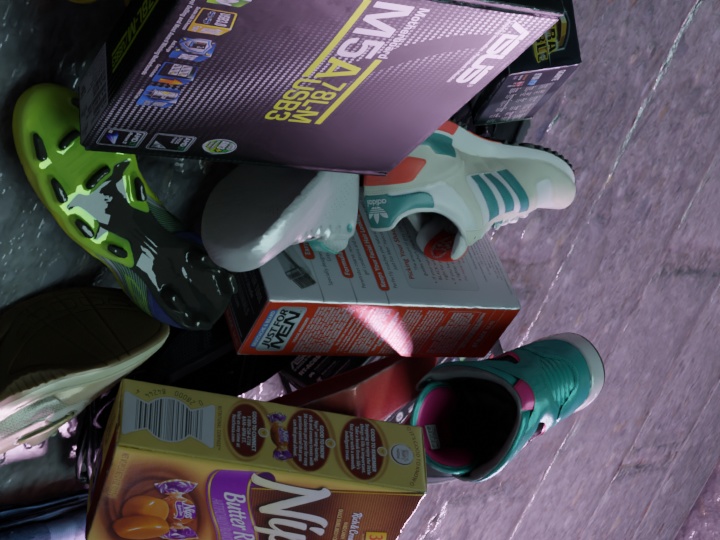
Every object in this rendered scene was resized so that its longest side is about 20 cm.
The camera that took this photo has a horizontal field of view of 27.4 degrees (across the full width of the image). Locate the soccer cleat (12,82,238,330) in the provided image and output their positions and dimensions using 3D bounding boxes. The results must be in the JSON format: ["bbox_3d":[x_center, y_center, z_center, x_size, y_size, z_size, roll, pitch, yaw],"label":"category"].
[{"bbox_3d":[-0.150,-0.034,0.880,0.065,0.083,0.200,-53,133,-17],"label":"soccer cleat"}]

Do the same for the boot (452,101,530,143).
[{"bbox_3d":[0.070,-0.164,1.124,0.200,0.065,0.165,60,29,-42],"label":"boot"}]

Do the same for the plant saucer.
[{"bbox_3d":[-0.049,0.111,1.068,0.199,0.037,0.200,-22,178,21],"label":"plant saucer"}]

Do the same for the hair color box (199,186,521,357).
[{"bbox_3d":[0.000,0.000,1.029,0.199,0.111,0.064,4,138,-30],"label":"hair color box"}]

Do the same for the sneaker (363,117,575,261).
[{"bbox_3d":[0.074,-0.049,1.034,0.199,0.070,0.094,13,82,-44],"label":"sneaker"}]

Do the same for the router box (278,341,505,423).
[{"bbox_3d":[0.032,0.080,1.293,0.200,0.062,0.150,-43,140,-22],"label":"router box"}]

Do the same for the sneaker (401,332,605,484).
[{"bbox_3d":[0.067,0.113,1.044,0.120,0.084,0.200,-14,163,-48],"label":"sneaker"}]

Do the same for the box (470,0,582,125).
[{"bbox_3d":[0.091,-0.186,0.937,0.200,0.046,0.160,109,-27,-86],"label":"box"}]

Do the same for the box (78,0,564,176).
[{"bbox_3d":[-0.028,-0.113,0.771,0.192,0.048,0.200,6,157,-27],"label":"box"}]

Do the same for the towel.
[{"bbox_3d":[-0.238,0.208,1.008,0.200,0.048,0.112,-5,123,-60],"label":"towel"}]

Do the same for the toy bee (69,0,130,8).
[{"bbox_3d":[-0.091,-0.186,0.791,0.130,0.109,0.200,-5,155,-43],"label":"toy bee"}]

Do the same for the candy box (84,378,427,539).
[{"bbox_3d":[-0.069,0.138,0.954,0.117,0.199,0.057,115,-21,-46],"label":"candy box"}]

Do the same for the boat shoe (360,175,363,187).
[{"bbox_3d":[0.006,-0.078,1.102,0.201,0.066,0.072,59,41,-49],"label":"boat shoe"}]

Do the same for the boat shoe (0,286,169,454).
[{"bbox_3d":[-0.204,0.071,0.898,0.200,0.072,0.065,-28,148,-40],"label":"boat shoe"}]

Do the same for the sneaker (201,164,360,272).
[{"bbox_3d":[-0.034,-0.041,0.941,0.200,0.075,0.089,-59,139,-53],"label":"sneaker"}]

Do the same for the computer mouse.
[{"bbox_3d":[-0.122,0.062,1.050,0.199,0.053,0.139,-26,151,-35],"label":"computer mouse"}]
